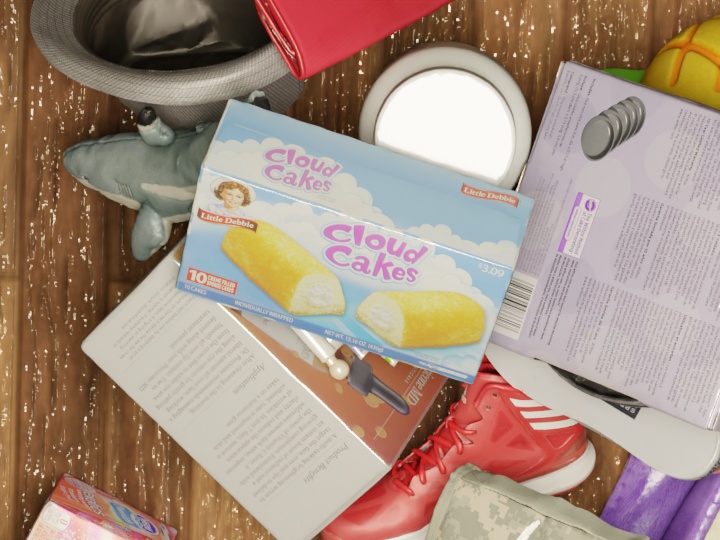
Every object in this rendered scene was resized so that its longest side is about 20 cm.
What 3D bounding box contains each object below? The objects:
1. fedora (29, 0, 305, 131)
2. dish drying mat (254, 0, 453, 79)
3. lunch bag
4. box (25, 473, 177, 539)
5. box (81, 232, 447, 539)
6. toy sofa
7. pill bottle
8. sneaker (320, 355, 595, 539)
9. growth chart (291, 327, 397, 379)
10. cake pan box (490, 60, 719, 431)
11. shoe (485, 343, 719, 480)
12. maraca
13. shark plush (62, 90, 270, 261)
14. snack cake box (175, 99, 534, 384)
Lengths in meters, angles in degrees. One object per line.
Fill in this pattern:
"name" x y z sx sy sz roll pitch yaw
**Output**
"fedora" -0.114 -0.150 1.714 0.200 0.177 0.090 5 137 15
"dish drying mat" -0.001 -0.188 1.686 0.018 0.200 0.077 -29 93 40
"lunch bag" 0.123 0.236 1.684 0.164 0.118 0.200 24 120 29
"box" -0.215 0.255 1.769 0.095 0.103 0.200 27 95 -3
"box" -0.059 0.058 1.708 0.200 0.152 0.106 44 120 -5
"toy sofa" 0.215 0.183 1.769 0.098 0.083 0.200 25 96 -4
"pill bottle" 0.056 -0.092 1.679 0.114 0.200 0.114 0 97 1
"sneaker" 0.057 0.116 1.746 0.200 0.078 0.116 -21 125 -10
"growth chart" 0.000 0.000 1.709 0.145 0.200 0.018 51 127 5
"cake pan box" 0.181 -0.013 1.610 0.184 0.052 0.200 21 95 32
"shoe" 0.166 0.073 1.702 0.200 0.091 0.071 35 98 20
"maraca" 0.239 -0.116 1.713 0.200 0.137 0.107 -8 119 0
"shark plush" -0.123 -0.070 1.648 0.083 0.200 0.091 44 69 -16
"snack cake box" -0.005 -0.017 1.576 0.200 0.067 0.115 18 138 2
